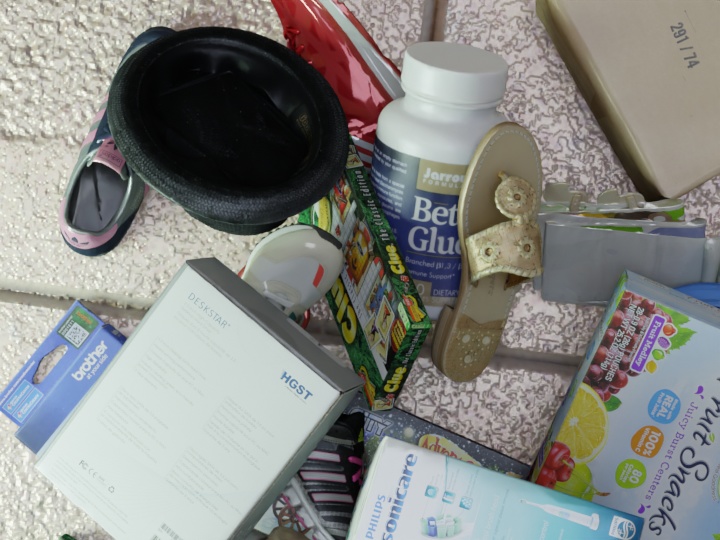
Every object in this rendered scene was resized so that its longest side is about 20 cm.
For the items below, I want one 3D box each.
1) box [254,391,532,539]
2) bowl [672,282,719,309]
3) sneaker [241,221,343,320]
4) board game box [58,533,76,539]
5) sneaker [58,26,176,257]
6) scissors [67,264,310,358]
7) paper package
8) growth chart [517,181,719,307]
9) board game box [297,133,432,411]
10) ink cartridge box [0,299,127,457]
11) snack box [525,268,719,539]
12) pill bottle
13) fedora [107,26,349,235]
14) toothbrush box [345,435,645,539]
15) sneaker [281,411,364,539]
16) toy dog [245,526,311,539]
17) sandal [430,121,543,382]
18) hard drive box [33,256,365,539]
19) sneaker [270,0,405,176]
[{"bbox_3d":[0.028,0.186,1.631,0.199,0.038,0.137,23,89,0],"label":"box"},{"bbox_3d":[0.278,0.112,1.604,0.199,0.039,0.202,1,105,6],"label":"bowl"},{"bbox_3d":[-0.084,0.047,1.556,0.070,0.094,0.200,33,128,-28],"label":"sneaker"},{"bbox_3d":[-0.198,0.327,1.634,0.199,0.029,0.135,34,90,0],"label":"board game box"},{"bbox_3d":[-0.188,-0.105,1.613,0.070,0.082,0.201,19,88,-1],"label":"sneaker"},{"bbox_3d":[-0.139,0.057,1.645,0.199,0.014,0.073,-26,93,0],"label":"scissors"},{"bbox_3d":[0.269,-0.180,1.605,0.190,0.103,0.201,-29,88,0],"label":"paper package"},{"bbox_3d":[0.208,-0.014,1.593,0.199,0.145,0.018,9,47,-2],"label":"growth chart"},{"bbox_3d":[0.000,0.000,1.553,0.023,0.105,0.201,-4,49,-23],"label":"board game box"},{"bbox_3d":[-0.195,0.132,1.628,0.200,0.042,0.119,40,94,2],"label":"ink cartridge box"},{"bbox_3d":[0.242,0.125,1.556,0.168,0.068,0.201,24,108,-1],"label":"snack box"},{"bbox_3d":[0.062,-0.072,1.567,0.110,0.111,0.201,7,112,0],"label":"pill bottle"},{"bbox_3d":[-0.107,-0.096,1.567,0.199,0.092,0.201,4,52,-5],"label":"fedora"},{"bbox_3d":[0.094,0.196,1.473,0.199,0.146,0.086,19,80,-1],"label":"toothbrush box"},{"bbox_3d":[-0.019,0.157,1.575,0.087,0.074,0.200,-40,85,6],"label":"sneaker"},{"bbox_3d":[-0.111,0.212,1.581,0.132,0.096,0.200,-37,83,11],"label":"toy dog"},{"bbox_3d":[0.113,-0.002,1.516,0.077,0.070,0.213,-2,116,-34],"label":"sandal"},{"bbox_3d":[-0.120,0.116,1.491,0.156,0.077,0.200,40,100,9],"label":"hard drive box"},{"bbox_3d":[-0.042,-0.158,1.618,0.115,0.078,0.200,-43,88,-2],"label":"sneaker"}]
